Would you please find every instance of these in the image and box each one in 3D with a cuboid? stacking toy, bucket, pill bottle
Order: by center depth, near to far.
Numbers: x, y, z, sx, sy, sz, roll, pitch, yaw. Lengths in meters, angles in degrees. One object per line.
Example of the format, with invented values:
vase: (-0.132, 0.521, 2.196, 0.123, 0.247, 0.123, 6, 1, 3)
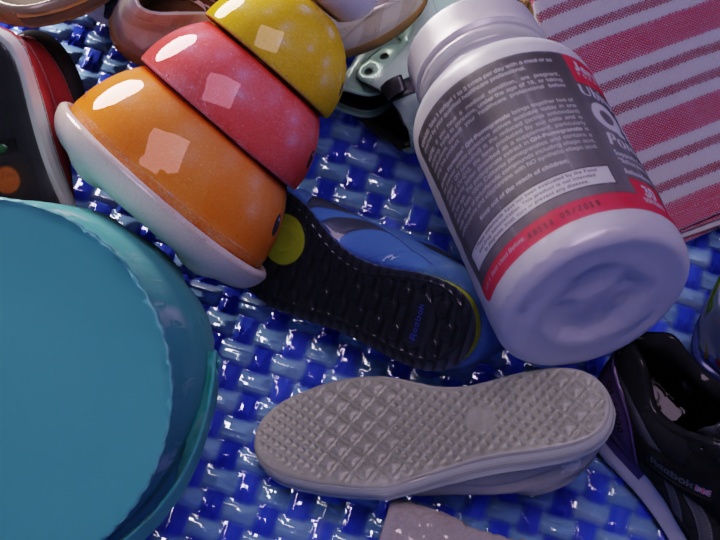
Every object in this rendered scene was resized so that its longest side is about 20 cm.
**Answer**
bucket: (-0.172, 0.059, 0.785, 0.205, 0.135, 0.209, 0, 88, -1)
stacking toy: (-0.056, -0.104, 0.871, 0.146, 0.146, 0.200, 42, 94, 19)
pill bottle: (0.093, -0.057, 0.886, 0.110, 0.111, 0.201, -12, 53, -13)

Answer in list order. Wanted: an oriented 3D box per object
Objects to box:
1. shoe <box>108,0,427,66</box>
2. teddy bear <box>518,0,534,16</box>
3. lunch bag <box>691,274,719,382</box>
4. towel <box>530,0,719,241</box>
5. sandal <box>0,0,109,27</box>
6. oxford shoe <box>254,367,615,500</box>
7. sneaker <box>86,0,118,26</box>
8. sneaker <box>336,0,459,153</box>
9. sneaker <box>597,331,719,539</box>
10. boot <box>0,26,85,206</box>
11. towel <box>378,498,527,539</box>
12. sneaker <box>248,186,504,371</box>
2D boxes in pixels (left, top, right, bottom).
shoe: (-0.047, -0.160, 0.941, 0.199, 0.053, 0.070, -13, 70, -18)
teddy bear: (0.095, -0.230, 1.035, 0.067, 0.145, 0.201, -35, 64, 11)
lunch bag: (0.308, 0.030, 0.931, 0.199, 0.083, 0.161, 28, 60, 11)
towel: (0.182, -0.119, 0.983, 0.145, 0.030, 0.201, -20, 97, -17)
sandal: (-0.148, -0.212, 0.952, 0.080, 0.054, 0.200, 23, 56, 41)
oxford shoe: (0.041, 0.096, 0.879, 0.198, 0.058, 0.076, -6, 56, 7)
sneaker: (-0.090, -0.190, 1.024, 0.198, 0.080, 0.130, 31, 68, 25)
sneaker: (0.015, -0.164, 1.025, 0.118, 0.074, 0.201, -28, 64, -18)
sneaker: (0.200, 0.117, 0.861, 0.076, 0.088, 0.200, -35, 68, -24)
boot: (-0.183, -0.041, 0.930, 0.072, 0.144, 0.202, -9, 96, 6)
towel: (0.051, 0.223, 0.813, 0.132, 0.035, 0.201, 17, 57, 3)
sneaker: (0.000, 0.000, 0.937, 0.199, 0.066, 0.078, 27, 17, 24)
